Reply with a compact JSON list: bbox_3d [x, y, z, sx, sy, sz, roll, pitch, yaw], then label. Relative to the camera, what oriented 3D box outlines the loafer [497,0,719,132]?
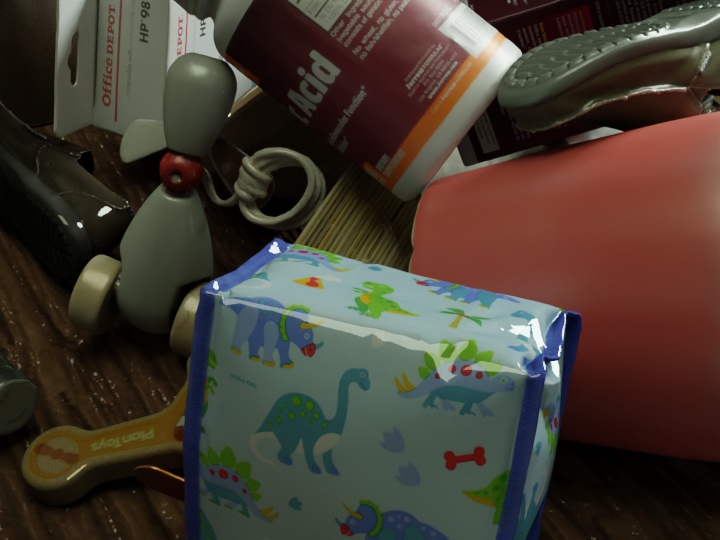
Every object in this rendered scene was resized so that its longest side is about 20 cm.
[{"bbox_3d":[0.166,-0.108,0.827,0.199,0.070,0.075,-19,16,-28],"label":"loafer"}]

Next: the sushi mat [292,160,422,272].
[{"bbox_3d":[0.000,0.000,0.854,0.012,0.096,0.200,-22,22,33],"label":"sushi mat"}]

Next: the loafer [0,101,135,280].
[{"bbox_3d":[-0.226,-0.062,1.033,0.071,0.073,0.200,-20,47,-32],"label":"loafer"}]

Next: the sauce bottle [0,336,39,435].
[{"bbox_3d":[-0.271,0.037,0.918,0.065,0.065,0.200,-30,48,-27],"label":"sauce bottle"}]

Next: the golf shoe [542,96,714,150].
[{"bbox_3d":[0.200,-0.132,1.016,0.078,0.095,0.200,44,47,11],"label":"golf shoe"}]

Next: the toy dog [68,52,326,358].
[{"bbox_3d":[-0.108,-0.038,0.916,0.132,0.200,0.096,38,21,-2],"label":"toy dog"}]

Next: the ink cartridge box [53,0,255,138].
[{"bbox_3d":[-0.136,-0.165,1.060,0.066,0.116,0.200,18,28,22],"label":"ink cartridge box"}]

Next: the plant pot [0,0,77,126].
[{"bbox_3d":[-0.286,-0.248,1.148,0.186,0.201,0.187,-3,40,3],"label":"plant pot"}]

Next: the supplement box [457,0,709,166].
[{"bbox_3d":[0.145,-0.150,0.937,0.199,0.109,0.061,-15,41,11],"label":"supplement box"}]

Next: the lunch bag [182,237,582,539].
[{"bbox_3d":[0.006,0.103,0.711,0.169,0.201,0.127,13,17,16],"label":"lunch bag"}]

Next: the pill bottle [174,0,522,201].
[{"bbox_3d":[-0.014,-0.144,0.852,0.200,0.114,0.114,38,49,0],"label":"pill bottle"}]

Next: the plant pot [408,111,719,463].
[{"bbox_3d":[0.130,0.014,0.819,0.176,0.201,0.201,-3,39,19],"label":"plant pot"}]

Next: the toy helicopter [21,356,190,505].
[{"bbox_3d":[-0.099,0.104,0.830,0.199,0.079,0.133,-14,49,6],"label":"toy helicopter"}]

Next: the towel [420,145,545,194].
[{"bbox_3d":[0.092,-0.062,1.020,0.132,0.035,0.200,-1,42,7],"label":"towel"}]

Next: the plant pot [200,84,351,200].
[{"bbox_3d":[-0.020,-0.113,1.015,0.201,0.093,0.201,-37,11,9],"label":"plant pot"}]
